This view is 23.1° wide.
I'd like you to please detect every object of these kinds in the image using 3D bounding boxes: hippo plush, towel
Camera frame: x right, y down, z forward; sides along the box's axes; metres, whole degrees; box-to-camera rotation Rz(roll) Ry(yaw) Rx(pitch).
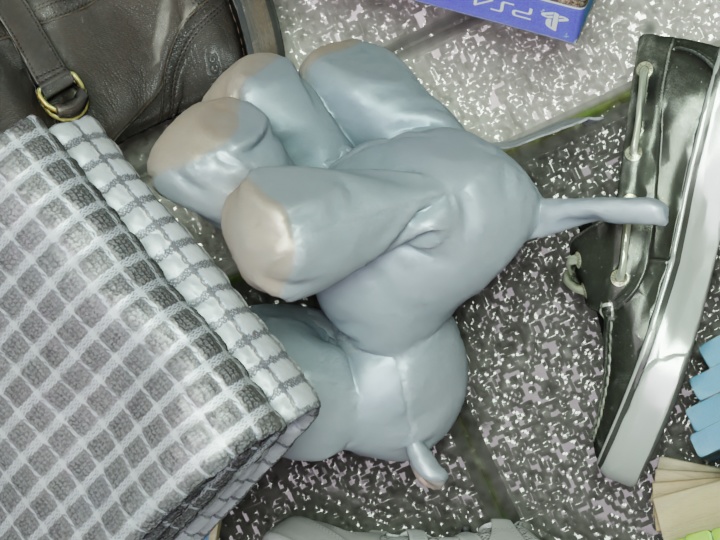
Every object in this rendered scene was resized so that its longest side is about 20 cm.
[{"bbox_3d":[0.000,0.000,0.790,0.200,0.159,0.161,-4,127,-18],"label":"hippo plush"},{"bbox_3d":[-0.136,0.060,0.711,0.166,0.086,0.200,48,113,10],"label":"towel"}]

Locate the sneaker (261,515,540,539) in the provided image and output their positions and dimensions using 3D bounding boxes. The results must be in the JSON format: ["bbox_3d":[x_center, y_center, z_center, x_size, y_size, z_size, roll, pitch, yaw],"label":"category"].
[{"bbox_3d":[0.049,0.152,0.828,0.200,0.082,0.075,16,144,20],"label":"sneaker"}]

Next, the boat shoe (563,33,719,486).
[{"bbox_3d":[0.126,-0.006,0.790,0.064,0.071,0.200,14,90,10],"label":"boat shoe"}]

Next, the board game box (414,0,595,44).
[{"bbox_3d":[0.038,-0.214,0.701,0.159,0.097,0.200,16,136,11],"label":"board game box"}]

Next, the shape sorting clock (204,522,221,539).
[{"bbox_3d":[-0.160,0.099,0.797,0.200,0.039,0.200,2,98,14],"label":"shape sorting clock"}]

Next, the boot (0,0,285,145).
[{"bbox_3d":[-0.135,-0.128,0.777,0.174,0.069,0.200,-28,97,-30],"label":"boot"}]

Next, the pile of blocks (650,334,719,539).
[{"bbox_3d":[0.165,0.079,0.767,0.082,0.062,0.200,7,80,22],"label":"pile of blocks"}]
